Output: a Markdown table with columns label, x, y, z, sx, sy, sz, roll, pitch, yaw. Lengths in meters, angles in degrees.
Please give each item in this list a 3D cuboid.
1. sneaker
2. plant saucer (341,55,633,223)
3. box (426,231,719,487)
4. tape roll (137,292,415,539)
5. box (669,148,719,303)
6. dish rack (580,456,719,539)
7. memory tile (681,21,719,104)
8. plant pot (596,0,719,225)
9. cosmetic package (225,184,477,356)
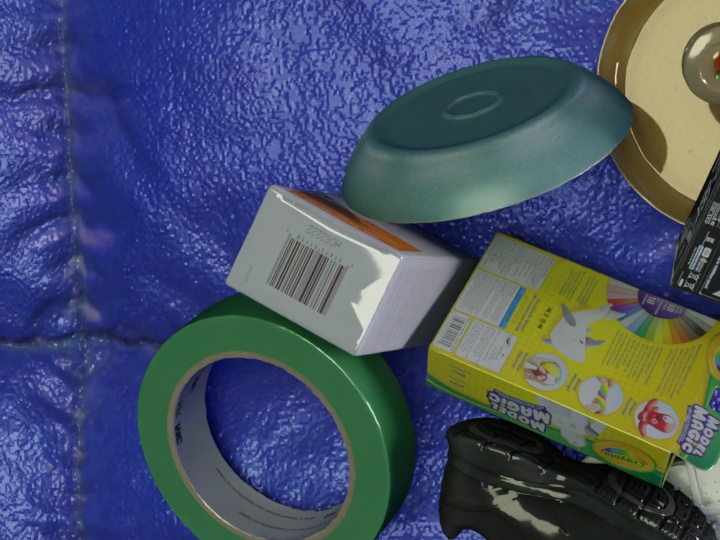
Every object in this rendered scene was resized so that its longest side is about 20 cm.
| label | x | y | z | sx | sy | sz | roll | pitch | yaw |
| --- | --- | --- | --- | --- | --- | --- | --- | --- | --- |
| sneaker | 0.141 | 0.168 | 1.108 | 0.198 | 0.076 | 0.092 | 21 | 107 | 24 |
| plant saucer | 0.077 | -0.094 | 1.102 | 0.198 | 0.201 | 0.036 | -11 | 116 | 16 |
| box | 0.156 | 0.061 | 1.122 | 0.198 | 0.049 | 0.118 | 22 | 54 | 18 |
| tape roll | -0.060 | 0.116 | 1.178 | 0.198 | 0.048 | 0.203 | 10 | 115 | 23 |
| box | 0.299 | -0.051 | 1.041 | 0.156 | 0.050 | 0.201 | 19 | 128 | 3 |
| dish rack | 0.238 | 0.207 | 1.128 | 0.170 | 0.043 | 0.202 | -13 | 86 | 16 |
| memory tile | 0.311 | -0.132 | 1.061 | 0.199 | 0.017 | 0.154 | 31 | 104 | -16 |
| plant pot | 0.258 | -0.123 | 1.133 | 0.198 | 0.027 | 0.203 | 0 | 89 | 18 |
| cosmetic package | 0.000 | 0.000 | 1.120 | 0.101 | 0.200 | 0.072 | 28 | 97 | 15 |
